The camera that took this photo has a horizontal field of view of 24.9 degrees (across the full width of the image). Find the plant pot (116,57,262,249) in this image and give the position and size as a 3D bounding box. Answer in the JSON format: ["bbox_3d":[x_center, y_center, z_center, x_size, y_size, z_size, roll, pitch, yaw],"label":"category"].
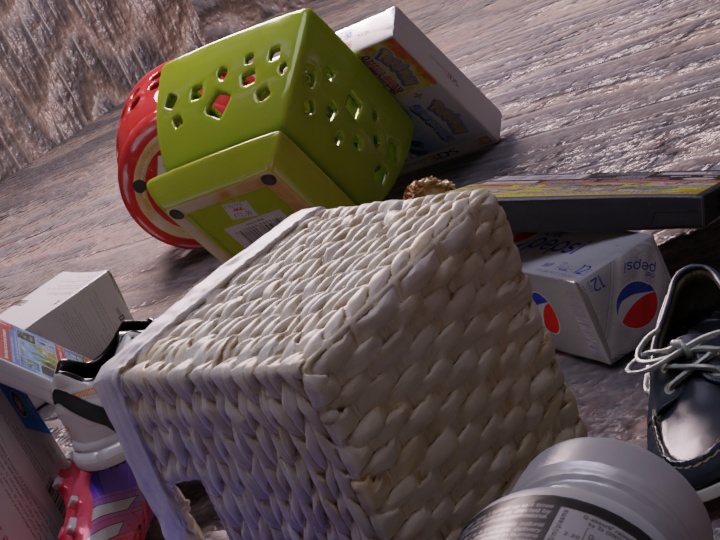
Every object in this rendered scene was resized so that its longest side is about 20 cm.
[{"bbox_3d":[-0.192,-0.130,1.909,0.199,0.202,0.183,-25,24,9],"label":"plant pot"}]

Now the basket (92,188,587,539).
[{"bbox_3d":[0.002,0.085,0.887,0.160,0.200,0.200,-8,24,41],"label":"basket"}]

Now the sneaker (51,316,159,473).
[{"bbox_3d":[-0.121,0.061,1.118,0.199,0.081,0.074,-28,13,-5],"label":"sneaker"}]

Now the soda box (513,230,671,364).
[{"bbox_3d":[0.138,0.010,1.132,0.068,0.064,0.200,-30,15,-17],"label":"soda box"}]

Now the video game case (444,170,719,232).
[{"bbox_3d":[0.162,-0.050,1.159,0.198,0.026,0.180,0,8,23],"label":"video game case"}]

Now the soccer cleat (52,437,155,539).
[{"bbox_3d":[-0.176,0.182,1.130,0.067,0.076,0.201,-60,20,22],"label":"soccer cleat"}]

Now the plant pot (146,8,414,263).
[{"bbox_3d":[-0.084,-0.108,1.610,0.199,0.199,0.183,-17,47,32],"label":"plant pot"}]

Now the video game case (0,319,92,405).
[{"bbox_3d":[-0.193,0.093,1.226,0.018,0.199,0.143,-63,16,3],"label":"video game case"}]

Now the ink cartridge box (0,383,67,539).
[{"bbox_3d":[-0.271,0.171,1.156,0.084,0.147,0.200,-26,15,9],"label":"ink cartridge box"}]

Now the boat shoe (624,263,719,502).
[{"bbox_3d":[0.189,0.057,0.898,0.074,0.062,0.200,-18,19,25],"label":"boat shoe"}]

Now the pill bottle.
[{"bbox_3d":[0.075,0.161,0.658,0.116,0.117,0.200,-17,19,34],"label":"pill bottle"}]

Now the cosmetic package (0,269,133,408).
[{"bbox_3d":[-0.340,0.085,1.674,0.199,0.082,0.112,-37,20,-33],"label":"cosmetic package"}]

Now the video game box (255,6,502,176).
[{"bbox_3d":[0.020,-0.174,1.696,0.181,0.200,0.047,-19,50,32],"label":"video game box"}]

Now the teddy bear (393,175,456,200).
[{"bbox_3d":[0.000,0.000,1.226,0.145,0.067,0.200,-45,-9,-28],"label":"teddy bear"}]
